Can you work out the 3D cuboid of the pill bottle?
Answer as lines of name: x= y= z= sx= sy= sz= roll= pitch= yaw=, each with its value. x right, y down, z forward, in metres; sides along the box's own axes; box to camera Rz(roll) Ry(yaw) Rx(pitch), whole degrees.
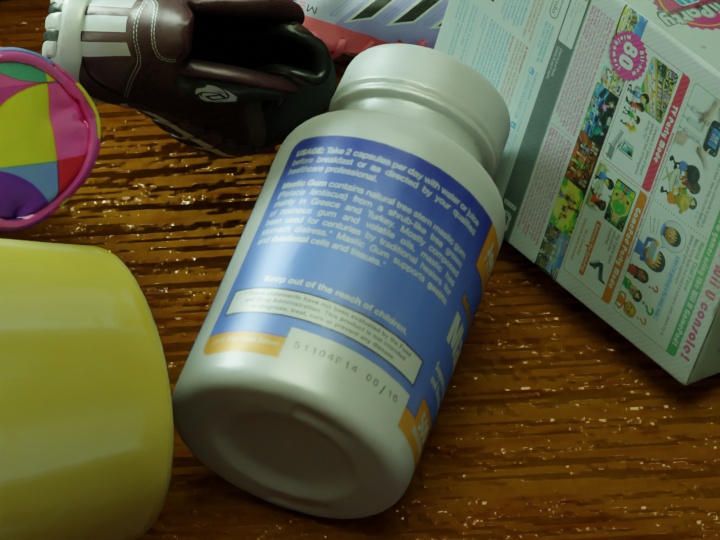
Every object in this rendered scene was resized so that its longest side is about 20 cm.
pill bottle: x=0.000 y=0.000 z=1.321 sx=0.112 sy=0.112 sz=0.200 roll=15 pitch=58 yaw=14

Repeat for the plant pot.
plant pot: x=-0.190 y=0.063 z=1.244 sx=0.189 sy=0.201 sz=0.201 roll=-9 pitch=47 yaw=-27

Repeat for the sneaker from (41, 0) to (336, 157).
sneaker: x=-0.045 y=-0.092 z=1.374 sx=0.115 sy=0.200 sz=0.076 roll=5 pitch=90 yaw=36

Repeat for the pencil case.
pencil case: x=-0.191 y=-0.066 z=1.360 sx=0.088 sy=0.088 sz=0.200 roll=-26 pitch=15 yaw=-20

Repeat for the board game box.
board game box: x=0.122 y=-0.066 z=1.364 sx=0.064 sy=0.148 sz=0.200 roll=-16 pitch=46 yaw=-40

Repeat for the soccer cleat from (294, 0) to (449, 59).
soccer cleat: x=0.002 y=-0.131 z=1.495 sx=0.200 sy=0.067 sz=0.077 roll=14 pitch=76 yaw=9
